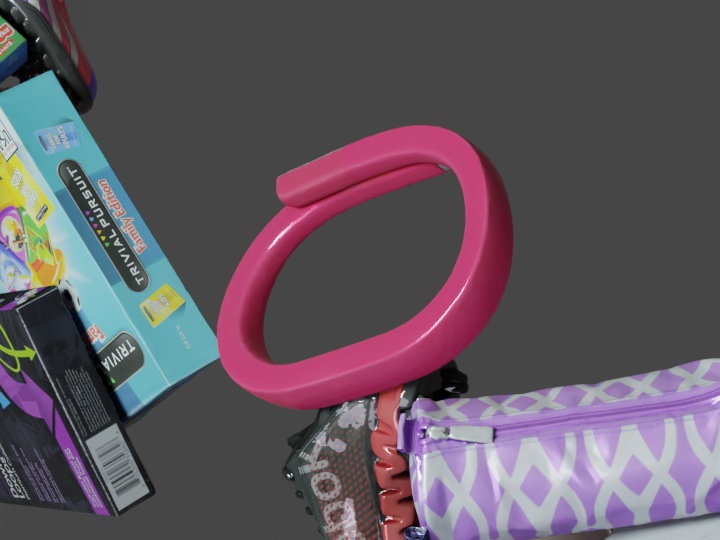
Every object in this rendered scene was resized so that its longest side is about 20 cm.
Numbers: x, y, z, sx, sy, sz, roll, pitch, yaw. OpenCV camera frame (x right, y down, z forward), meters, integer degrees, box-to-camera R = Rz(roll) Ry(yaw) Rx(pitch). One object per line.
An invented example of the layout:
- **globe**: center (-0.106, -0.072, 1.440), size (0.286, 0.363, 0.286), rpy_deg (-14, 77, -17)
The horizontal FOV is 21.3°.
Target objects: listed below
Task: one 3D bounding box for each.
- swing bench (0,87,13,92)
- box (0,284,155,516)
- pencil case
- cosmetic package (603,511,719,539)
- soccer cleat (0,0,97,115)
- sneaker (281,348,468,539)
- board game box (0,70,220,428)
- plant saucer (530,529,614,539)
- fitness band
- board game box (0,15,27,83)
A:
- **swing bench**: center (-0.362, -0.124, 1.197), size (0.199, 0.200, 0.130), rpy_deg (52, 127, 7)
- **box**: center (-0.215, 0.085, 1.228), size (0.200, 0.036, 0.144), rpy_deg (-7, 110, 59)
- **pencil case**: center (0.117, 0.089, 0.975), size (0.199, 0.084, 0.086), rpy_deg (-9, 135, 4)
- **cosmetic package**: center (0.219, 0.205, 0.945), size (0.199, 0.165, 0.166), rpy_deg (-8, 102, 35)
- **soccer cleat**: center (-0.211, -0.187, 1.161), size (0.068, 0.073, 0.200), rpy_deg (-8, 121, 54)
- **sneaker**: center (0.004, 0.132, 1.087), size (0.098, 0.071, 0.201), rpy_deg (15, 113, 30)
- **board game box**: center (-0.180, -0.002, 1.187), size (0.201, 0.047, 0.151), rpy_deg (58, 147, 3)
- **plant saucer**: center (0.076, 0.177, 1.117), size (0.199, 0.032, 0.201), rpy_deg (12, 113, 30)
- **fitness band**: center (0.000, 0.000, 1.048), size (0.199, 0.037, 0.144), rpy_deg (-20, 55, 36)
- **board game box**: center (-0.318, -0.147, 1.115), size (0.200, 0.151, 0.037), rpy_deg (42, 160, 6)
